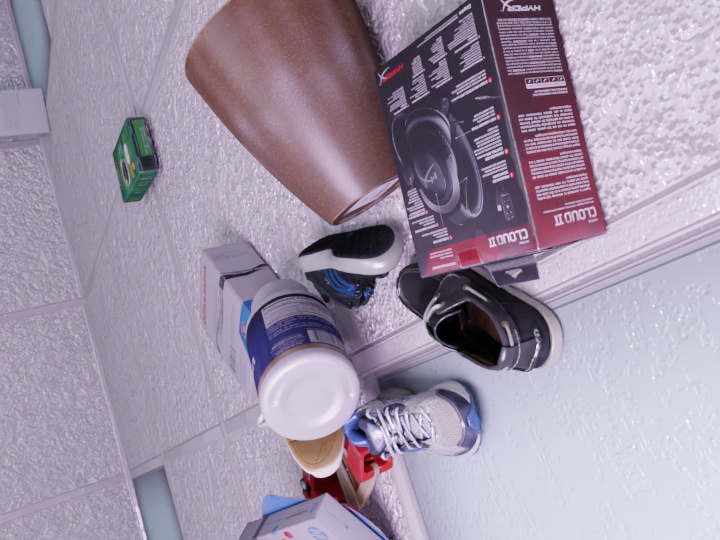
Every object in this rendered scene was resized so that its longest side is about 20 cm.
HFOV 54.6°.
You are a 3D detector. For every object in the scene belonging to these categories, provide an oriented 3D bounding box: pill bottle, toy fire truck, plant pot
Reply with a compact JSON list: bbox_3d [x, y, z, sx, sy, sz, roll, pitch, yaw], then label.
[{"bbox_3d":[-0.076,0.091,0.812,0.201,0.109,0.113,-120,30,-60],"label":"pill bottle"},{"bbox_3d":[-0.023,0.262,0.911,0.141,0.048,0.203,39,136,43],"label":"toy fire truck"},{"bbox_3d":[-0.041,-0.154,0.685,0.202,0.186,0.187,57,147,4],"label":"plant pot"}]

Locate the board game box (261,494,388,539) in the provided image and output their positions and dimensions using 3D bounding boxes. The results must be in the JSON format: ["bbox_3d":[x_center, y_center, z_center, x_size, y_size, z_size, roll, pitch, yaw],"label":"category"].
[{"bbox_3d":[-0.035,0.332,0.907,0.197,0.039,0.160,-6,124,32],"label":"board game box"}]

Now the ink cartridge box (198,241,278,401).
[{"bbox_3d":[-0.170,0.070,1.055,0.200,0.083,0.147,44,136,42],"label":"ink cartridge box"}]

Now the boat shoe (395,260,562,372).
[{"bbox_3d":[0.086,0.035,0.624,0.199,0.067,0.073,29,127,54],"label":"boat shoe"}]

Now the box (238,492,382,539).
[{"bbox_3d":[-0.049,0.362,0.883,0.156,0.041,0.199,43,134,-12],"label":"box"}]

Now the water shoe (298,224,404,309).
[{"bbox_3d":[0.000,0.000,0.774,0.080,0.071,0.199,61,158,-15],"label":"water shoe"}]

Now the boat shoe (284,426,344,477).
[{"bbox_3d":[-0.057,0.183,0.842,0.201,0.070,0.070,-119,12,-59],"label":"boat shoe"}]

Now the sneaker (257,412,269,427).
[{"bbox_3d":[-0.100,0.155,0.964,0.076,0.087,0.202,53,142,37],"label":"sneaker"}]

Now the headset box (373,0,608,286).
[{"bbox_3d":[0.096,-0.088,0.547,0.148,0.076,0.204,-16,88,61],"label":"headset box"}]

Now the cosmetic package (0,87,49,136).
[{"bbox_3d":[-1.290,-0.583,2.612,0.166,0.197,0.170,7,107,58],"label":"cosmetic package"}]

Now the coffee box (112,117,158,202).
[{"bbox_3d":[-0.490,-0.236,1.513,0.199,0.043,0.125,-29,75,59],"label":"coffee box"}]

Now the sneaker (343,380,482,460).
[{"bbox_3d":[0.047,0.164,0.719,0.199,0.084,0.078,-25,80,59],"label":"sneaker"}]
